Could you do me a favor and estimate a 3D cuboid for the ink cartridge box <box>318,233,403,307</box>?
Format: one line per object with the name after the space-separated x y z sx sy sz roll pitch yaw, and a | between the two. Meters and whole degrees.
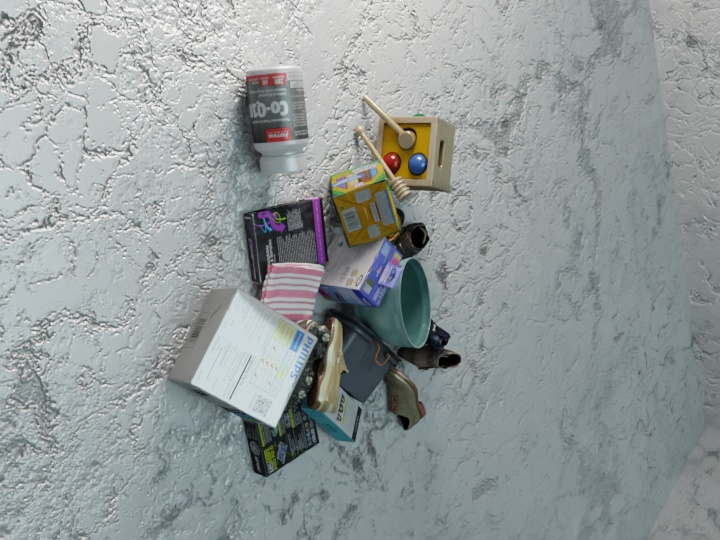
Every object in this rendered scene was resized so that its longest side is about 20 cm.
0.000 0.000 1.625 0.076 0.199 0.138 42 66 -36 | ink cartridge box

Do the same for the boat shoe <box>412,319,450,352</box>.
0.174 0.161 1.852 0.075 0.092 0.200 -63 172 6 | boat shoe

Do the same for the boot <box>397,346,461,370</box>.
0.196 0.214 1.903 0.198 0.145 0.071 -9 101 -46 | boot

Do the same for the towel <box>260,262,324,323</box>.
-0.152 0.083 1.572 0.145 0.030 0.203 0 107 -46 | towel

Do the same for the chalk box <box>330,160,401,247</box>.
0.009 -0.156 1.646 0.201 0.122 0.126 -98 170 -65 | chalk box

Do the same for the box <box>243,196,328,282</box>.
-0.153 -0.068 1.576 0.199 0.036 0.145 -19 109 -46 | box

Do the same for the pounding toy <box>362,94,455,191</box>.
0.106 -0.295 1.742 0.142 0.182 0.203 2 93 -58 | pounding toy

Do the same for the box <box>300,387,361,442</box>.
-0.062 0.309 1.668 0.200 0.049 0.083 55 41 -50 | box

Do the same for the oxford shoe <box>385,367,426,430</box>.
0.103 0.323 1.875 0.075 0.070 0.201 -46 125 -26 | oxford shoe

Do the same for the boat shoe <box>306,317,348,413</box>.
-0.060 0.202 1.582 0.075 0.071 0.203 20 69 -24 | boat shoe

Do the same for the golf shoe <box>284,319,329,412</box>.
-0.136 0.197 1.548 0.077 0.088 0.202 36 77 -35 | golf shoe

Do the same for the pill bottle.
-0.162 -0.297 1.483 0.113 0.113 0.203 -17 107 -44 | pill bottle

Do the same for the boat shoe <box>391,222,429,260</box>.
0.135 -0.073 1.819 0.075 0.073 0.200 61 29 -11 | boat shoe

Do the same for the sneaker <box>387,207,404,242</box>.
0.062 -0.099 1.763 0.200 0.076 0.079 -40 120 -52 | sneaker

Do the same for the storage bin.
-0.015 0.204 1.694 0.200 0.145 0.135 44 74 -40 | storage bin

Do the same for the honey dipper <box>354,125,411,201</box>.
0.049 -0.248 1.706 0.038 0.038 0.201 -24 77 -42 | honey dipper

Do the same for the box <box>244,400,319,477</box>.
-0.173 0.311 1.594 0.159 0.044 0.203 -25 112 -42 | box

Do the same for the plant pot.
0.067 0.077 1.700 0.200 0.132 0.204 -5 90 -65 | plant pot

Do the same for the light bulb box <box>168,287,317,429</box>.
-0.223 0.167 1.431 0.199 0.124 0.200 35 70 -28 | light bulb box
